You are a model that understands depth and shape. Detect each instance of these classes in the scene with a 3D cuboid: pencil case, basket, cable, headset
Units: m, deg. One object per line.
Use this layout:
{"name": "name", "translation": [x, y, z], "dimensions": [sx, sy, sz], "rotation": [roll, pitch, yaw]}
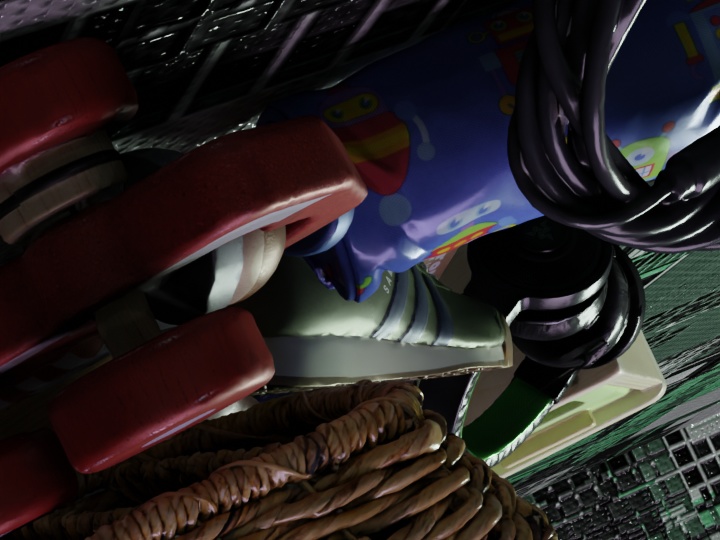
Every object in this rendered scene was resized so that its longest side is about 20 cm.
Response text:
{"name": "pencil case", "translation": [0.059, -0.053, 0.895], "dimensions": [0.200, 0.078, 0.087], "rotation": [-22, 148, -14]}
{"name": "basket", "translation": [-0.049, 0.087, 0.853], "dimensions": [0.143, 0.149, 0.200], "rotation": [-57, -161, -22]}
{"name": "cable", "translation": [0.132, -0.080, 0.835], "dimensions": [0.200, 0.051, 0.163], "rotation": [-37, 141, -9]}
{"name": "headset", "translation": [0.103, 0.011, 1.164], "dimensions": [0.200, 0.094, 0.124], "rotation": [-58, 156, -5]}

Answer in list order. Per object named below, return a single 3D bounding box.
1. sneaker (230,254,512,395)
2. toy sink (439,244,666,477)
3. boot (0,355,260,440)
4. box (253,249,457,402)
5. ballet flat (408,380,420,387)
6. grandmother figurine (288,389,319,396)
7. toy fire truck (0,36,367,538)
{"name": "sneaker", "translation": [0.000, 0.000, 0.985], "dimensions": [0.067, 0.090, 0.200], "rotation": [-8, 176, 30]}
{"name": "toy sink", "translation": [0.079, 0.043, 1.334], "dimensions": [0.130, 0.112, 0.200], "rotation": [-27, 170, 11]}
{"name": "boot", "translation": [-0.134, 0.079, 0.976], "dimensions": [0.200, 0.072, 0.166], "rotation": [-30, 144, 2]}
{"name": "box", "translation": [-0.023, 0.011, 1.084], "dimensions": [0.200, 0.032, 0.121], "rotation": [-19, 153, -36]}
{"name": "ballet flat", "translation": [-0.031, 0.090, 1.083], "dimensions": [0.200, 0.046, 0.067], "rotation": [-48, 149, -43]}
{"name": "grandmother figurine", "translation": [-0.023, 0.104, 1.298], "dimensions": [0.121, 0.200, 0.061], "rotation": [27, 121, -20]}
{"name": "toy fire truck", "translation": [-0.081, 0.004, 0.778], "dimensions": [0.200, 0.112, 0.168], "rotation": [-30, 177, 29]}
